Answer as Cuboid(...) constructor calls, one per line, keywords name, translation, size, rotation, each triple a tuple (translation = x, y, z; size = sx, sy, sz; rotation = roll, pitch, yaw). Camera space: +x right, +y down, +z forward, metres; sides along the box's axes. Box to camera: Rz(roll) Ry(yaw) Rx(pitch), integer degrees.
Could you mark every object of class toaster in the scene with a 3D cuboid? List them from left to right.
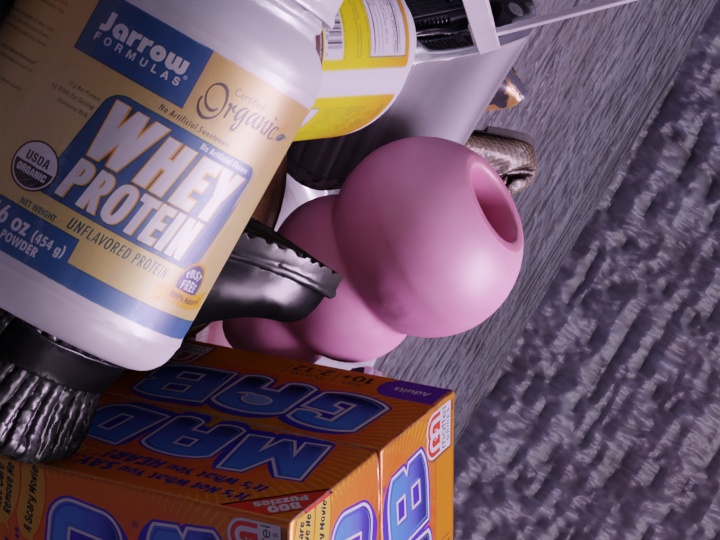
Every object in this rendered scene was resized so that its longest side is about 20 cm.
Cuboid(name="toaster", translation=(0.009, -0.132, 1.512), size=(0.199, 0.114, 0.130), rotation=(-18, 143, -42))

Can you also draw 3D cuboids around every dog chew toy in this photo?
Cuboid(name="dog chew toy", translation=(0.000, 0.000, 1.478), size=(0.199, 0.125, 0.124), rotation=(-26, -177, 23))

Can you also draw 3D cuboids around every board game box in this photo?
Cuboid(name="board game box", translation=(-0.075, 0.178, 1.393), size=(0.200, 0.199, 0.201), rotation=(-34, 128, -56))

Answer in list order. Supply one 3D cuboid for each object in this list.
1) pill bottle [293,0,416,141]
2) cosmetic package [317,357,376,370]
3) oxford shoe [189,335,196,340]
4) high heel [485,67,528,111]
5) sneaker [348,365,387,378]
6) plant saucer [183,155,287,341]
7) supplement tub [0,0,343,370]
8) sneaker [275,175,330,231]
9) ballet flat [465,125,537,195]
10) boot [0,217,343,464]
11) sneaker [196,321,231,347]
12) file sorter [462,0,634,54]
Cuboid(name="pill bottle", translation=(-0.040, -0.126, 1.313), size=(0.110, 0.109, 0.200), rotation=(-63, 162, 15))
Cuboid(name="cosmetic package", translation=(-0.045, 0.063, 1.798), size=(0.113, 0.081, 0.201), rotation=(-100, -154, -51))
Cuboid(name="oxford shoe", translation=(-0.141, 0.058, 1.514), size=(0.201, 0.058, 0.075), rotation=(-60, 171, 3))
Cuboid(name="high heel", translation=(0.040, -0.106, 1.689), size=(0.072, 0.142, 0.200), rotation=(-57, 169, -32))
Cuboid(name="sneaker", translation=(-0.065, 0.102, 1.520), size=(0.200, 0.108, 0.070), rotation=(-51, -172, 50))
Cuboid(name="plant saucer", translation=(-0.101, -0.029, 1.399), size=(0.200, 0.037, 0.201), rotation=(-44, 150, -33))
Cuboid(name="supplement tub", translation=(-0.106, -0.071, 1.096), size=(0.201, 0.144, 0.145), rotation=(-61, 169, 2))
Cuboid(name="sneaker", translation=(-0.074, 0.003, 1.650), size=(0.087, 0.074, 0.201), rotation=(-34, 151, -46))
Cuboid(name="ballet flat", translation=(0.032, -0.080, 1.638), size=(0.067, 0.199, 0.047), rotation=(152, -58, -61))
Cuboid(name="boot", translation=(-0.122, 0.034, 1.306), size=(0.210, 0.079, 0.158), rotation=(16, 103, -37))
Cuboid(name="sneaker", translation=(-0.087, 0.066, 1.607), size=(0.075, 0.104, 0.201), rotation=(-97, -177, -56))
Cuboid(name="file sorter", translation=(0.091, -0.249, 1.296), size=(0.139, 0.124, 0.201), rotation=(63, 13, -68))
